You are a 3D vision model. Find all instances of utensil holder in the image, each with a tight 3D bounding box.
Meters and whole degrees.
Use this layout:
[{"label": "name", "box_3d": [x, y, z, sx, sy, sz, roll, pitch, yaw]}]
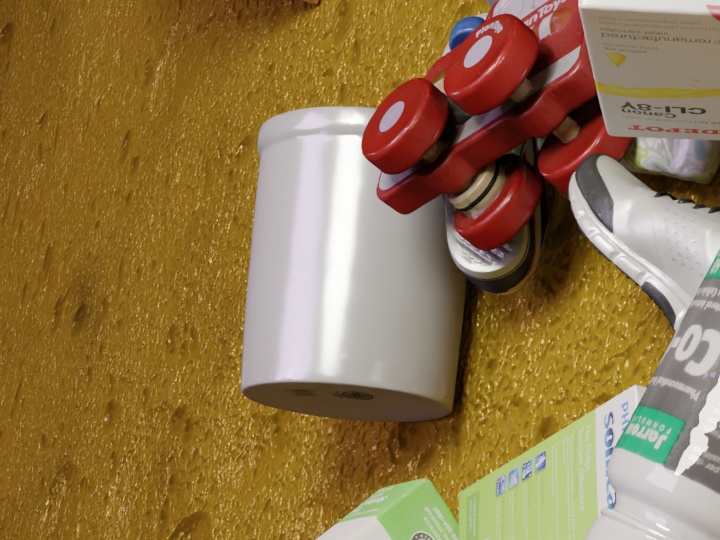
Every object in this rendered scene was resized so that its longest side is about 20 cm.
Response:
[{"label": "utensil holder", "box_3d": [0.000, 0.000, 1.605, 0.170, 0.169, 0.201, -20, 63, 60]}]

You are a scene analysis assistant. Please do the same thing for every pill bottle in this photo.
[{"label": "pill bottle", "box_3d": [0.201, 0.088, 1.149, 0.200, 0.113, 0.113, -61, 24, -7]}]

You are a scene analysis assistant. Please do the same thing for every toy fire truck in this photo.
[{"label": "toy fire truck", "box_3d": [0.094, -0.122, 1.431, 0.200, 0.112, 0.168, -33, 30, 40]}]

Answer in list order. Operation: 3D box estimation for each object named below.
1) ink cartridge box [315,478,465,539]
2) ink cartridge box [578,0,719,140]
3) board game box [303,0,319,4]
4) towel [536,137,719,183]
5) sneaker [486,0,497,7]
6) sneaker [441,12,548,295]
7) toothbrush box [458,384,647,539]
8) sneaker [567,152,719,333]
[{"label": "ink cartridge box", "box_3d": [-0.005, 0.250, 1.389, 0.146, 0.200, 0.084, 57, 156, -5]}, {"label": "ink cartridge box", "box_3d": [0.200, -0.139, 1.186, 0.200, 0.145, 0.084, 56, -141, -71]}, {"label": "board game box", "box_3d": [-0.130, -0.384, 2.020, 0.200, 0.199, 0.201, 41, 115, 62]}, {"label": "towel", "box_3d": [0.191, -0.148, 1.424, 0.200, 0.048, 0.172, 15, 94, 65]}, {"label": "sneaker", "box_3d": [0.123, -0.274, 1.501, 0.200, 0.080, 0.147, 64, -138, -67]}, {"label": "sneaker", "box_3d": [0.091, -0.078, 1.528, 0.079, 0.078, 0.201, 56, -145, -64]}, {"label": "toothbrush box", "box_3d": [0.144, 0.176, 1.306, 0.200, 0.086, 0.146, -41, 42, 51]}, {"label": "sneaker", "box_3d": [0.200, -0.012, 1.290, 0.200, 0.074, 0.080, 50, 116, 36]}]
